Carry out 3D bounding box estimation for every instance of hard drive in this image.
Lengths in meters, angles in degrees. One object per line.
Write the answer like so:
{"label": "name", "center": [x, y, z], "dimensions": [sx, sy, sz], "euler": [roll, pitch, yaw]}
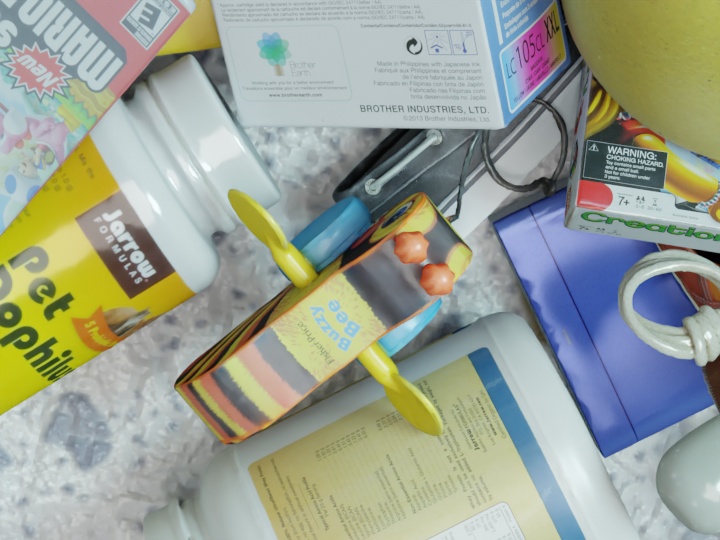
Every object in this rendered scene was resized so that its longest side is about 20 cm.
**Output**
{"label": "hard drive", "center": [0.179, -0.011, 1.215], "dimensions": [0.200, 0.025, 0.132], "euler": [-26, 106, 0]}

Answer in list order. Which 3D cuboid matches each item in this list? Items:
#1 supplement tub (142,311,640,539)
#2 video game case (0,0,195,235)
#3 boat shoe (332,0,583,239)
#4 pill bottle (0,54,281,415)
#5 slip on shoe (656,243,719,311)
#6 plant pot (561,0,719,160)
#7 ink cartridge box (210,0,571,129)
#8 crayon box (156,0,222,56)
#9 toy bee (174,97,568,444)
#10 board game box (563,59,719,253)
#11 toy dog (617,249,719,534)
{"label": "supplement tub", "center": [0.015, 0.123, 1.168], "dimensions": [0.200, 0.145, 0.145], "euler": [-27, 107, 1]}
{"label": "video game case", "center": [-0.176, -0.092, 1.045], "dimensions": [0.143, 0.017, 0.200], "euler": [45, 63, -16]}
{"label": "boat shoe", "center": [0.068, -0.090, 1.160], "dimensions": [0.068, 0.072, 0.200], "euler": [41, 99, -11]}
{"label": "pill bottle", "center": [-0.139, -0.012, 1.130], "dimensions": [0.200, 0.109, 0.109], "euler": [-32, 107, 2]}
{"label": "slip on shoe", "center": [0.180, -0.011, 1.169], "dimensions": [0.074, 0.061, 0.200], "euler": [-43, 111, 3]}
{"label": "plant pot", "center": [0.165, -0.158, 1.006], "dimensions": [0.200, 0.142, 0.200], "euler": [-4, 72, 13]}
{"label": "ink cartridge box", "center": [0.000, -0.164, 1.072], "dimensions": [0.136, 0.076, 0.200], "euler": [2, 121, 29]}
{"label": "crayon box", "center": [-0.128, -0.191, 1.114], "dimensions": [0.127, 0.051, 0.200], "euler": [-7, 105, -5]}
{"label": "toy bee", "center": [0.000, 0.000, 1.081], "dimensions": [0.131, 0.109, 0.200], "euler": [28, 96, -6]}
{"label": "board game box", "center": [0.194, -0.065, 1.094], "dimensions": [0.200, 0.035, 0.126], "euler": [9, 72, -1]}
{"label": "toy dog", "center": [0.207, 0.048, 1.124], "dimensions": [0.200, 0.096, 0.132], "euler": [-16, 68, -12]}
